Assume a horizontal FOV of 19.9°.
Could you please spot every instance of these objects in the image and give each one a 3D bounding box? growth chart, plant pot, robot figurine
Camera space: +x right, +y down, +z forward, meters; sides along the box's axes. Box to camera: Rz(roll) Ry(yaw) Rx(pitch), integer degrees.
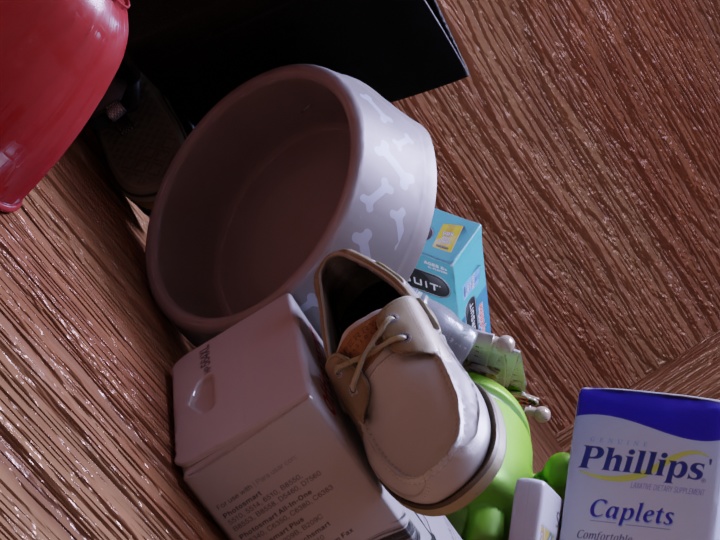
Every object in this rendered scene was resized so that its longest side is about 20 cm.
[{"bbox_3d":[0.061,0.065,1.516,0.200,0.144,0.018,60,43,-67],"label":"growth chart"},{"bbox_3d":[-0.066,-0.198,1.297,0.201,0.177,0.200,65,8,24],"label":"plant pot"},{"bbox_3d":[0.064,0.149,1.453,0.200,0.174,0.116,-81,-179,-60],"label":"robot figurine"}]

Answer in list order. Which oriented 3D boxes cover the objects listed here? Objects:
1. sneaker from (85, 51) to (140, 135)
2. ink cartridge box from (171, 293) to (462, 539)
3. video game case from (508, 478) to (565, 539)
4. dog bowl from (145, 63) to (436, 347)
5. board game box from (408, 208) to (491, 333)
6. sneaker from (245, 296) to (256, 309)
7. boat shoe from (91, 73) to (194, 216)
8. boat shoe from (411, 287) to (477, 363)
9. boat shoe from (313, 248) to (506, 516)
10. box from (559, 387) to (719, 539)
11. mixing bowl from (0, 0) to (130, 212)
[{"bbox_3d":[-0.182,-0.148,1.246,0.140,0.077,0.200,59,6,27],"label":"sneaker"},{"bbox_3d":[-0.014,0.132,1.122,0.201,0.084,0.146,56,6,-22],"label":"ink cartridge box"},{"bbox_3d":[0.118,0.252,1.353,0.182,0.023,0.202,45,52,-67],"label":"video game case"},{"bbox_3d":[-0.049,-0.034,1.229,0.059,0.200,0.201,31,21,-41],"label":"dog bowl"},{"bbox_3d":[0.026,0.022,1.615,0.150,0.047,0.201,21,-34,25],"label":"board game box"},{"bbox_3d":[0.000,0.000,1.325,0.079,0.095,0.200,55,25,-12],"label":"sneaker"},{"bbox_3d":[-0.150,-0.110,1.374,0.062,0.074,0.201,61,5,-52],"label":"boat shoe"},{"bbox_3d":[0.024,0.095,1.281,0.071,0.201,0.070,26,47,6],"label":"boat shoe"},{"bbox_3d":[0.015,0.054,1.055,0.068,0.075,0.200,46,5,-27],"label":"boat shoe"},{"bbox_3d":[0.202,0.202,1.402,0.184,0.104,0.202,51,45,-65],"label":"box"},{"bbox_3d":[-0.185,-0.141,1.023,0.201,0.108,0.200,57,5,-7],"label":"mixing bowl"}]
